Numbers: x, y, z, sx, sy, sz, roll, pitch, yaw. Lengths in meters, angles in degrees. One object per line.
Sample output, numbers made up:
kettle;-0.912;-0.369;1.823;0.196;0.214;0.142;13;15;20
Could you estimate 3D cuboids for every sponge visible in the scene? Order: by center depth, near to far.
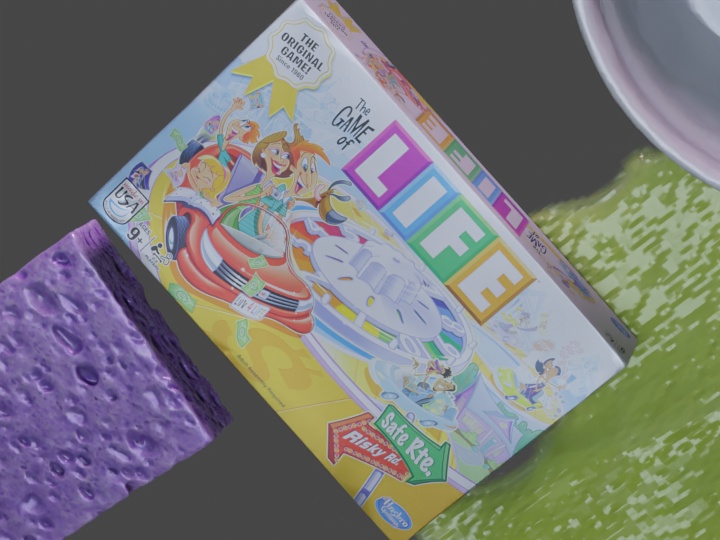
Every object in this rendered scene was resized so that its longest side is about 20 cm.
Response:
sponge;-0.166;0.076;0.934;0.200;0.030;0.112;-33;95;22

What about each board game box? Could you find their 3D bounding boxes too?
board game box;0.000;0.000;0.862;0.134;0.034;0.200;-41;92;22

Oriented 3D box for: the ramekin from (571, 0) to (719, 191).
ramekin;0.178;-0.126;0.735;0.199;0.105;0.201;4;108;14
